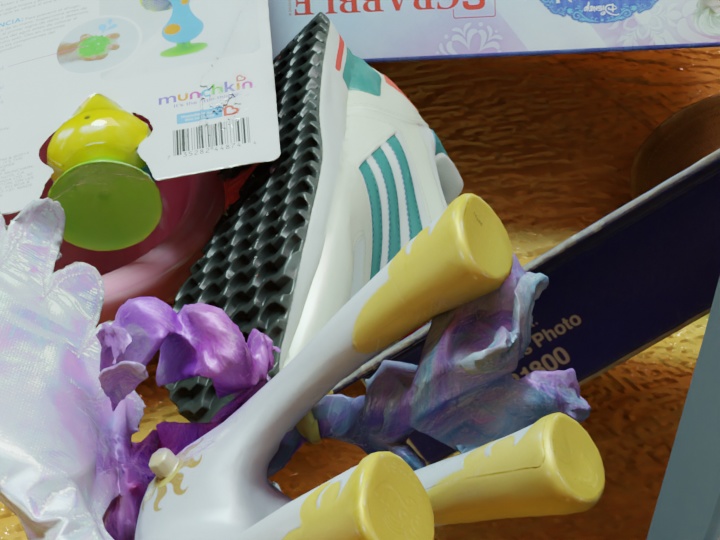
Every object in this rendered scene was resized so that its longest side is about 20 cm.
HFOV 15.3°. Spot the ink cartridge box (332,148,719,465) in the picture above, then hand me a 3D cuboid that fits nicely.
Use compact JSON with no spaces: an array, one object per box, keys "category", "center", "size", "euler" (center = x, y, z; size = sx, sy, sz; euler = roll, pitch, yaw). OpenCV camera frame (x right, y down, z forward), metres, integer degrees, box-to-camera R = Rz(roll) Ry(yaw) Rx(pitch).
[{"category":"ink cartridge box","center":[0.102,-0.012,0.775],"size":[0.043,0.196,0.200],"euler":[59,24,1]}]

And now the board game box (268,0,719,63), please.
[{"category":"board game box","center":[0.053,-0.109,1.011],"size":[0.199,0.041,0.200],"euler":[-3,10,-3]}]

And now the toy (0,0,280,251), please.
[{"category":"toy","center":[-0.083,-0.075,0.890],"size":[0.114,0.047,0.201],"euler":[-11,37,4]}]

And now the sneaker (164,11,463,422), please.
[{"category":"sneaker","center":[0.000,0.000,0.834],"size":[0.093,0.070,0.200],"euler":[37,28,-18]}]

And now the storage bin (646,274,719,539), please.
[{"category":"storage bin","center":[0.108,0.088,0.628],"size":[0.145,0.201,0.134],"euler":[11,18,-8]}]

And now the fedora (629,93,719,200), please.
[{"category":"fedora","center":[0.195,-0.043,0.975],"size":[0.199,0.082,0.201],"euler":[6,29,-4]}]

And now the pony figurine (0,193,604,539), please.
[{"category":"pony figurine","center":[-0.039,0.065,0.642],"size":[0.167,0.200,0.193],"euler":[47,32,-18]}]

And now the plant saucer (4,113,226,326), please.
[{"category":"plant saucer","center":[-0.145,-0.016,0.883],"size":[0.199,0.051,0.201],"euler":[6,29,-3]}]
